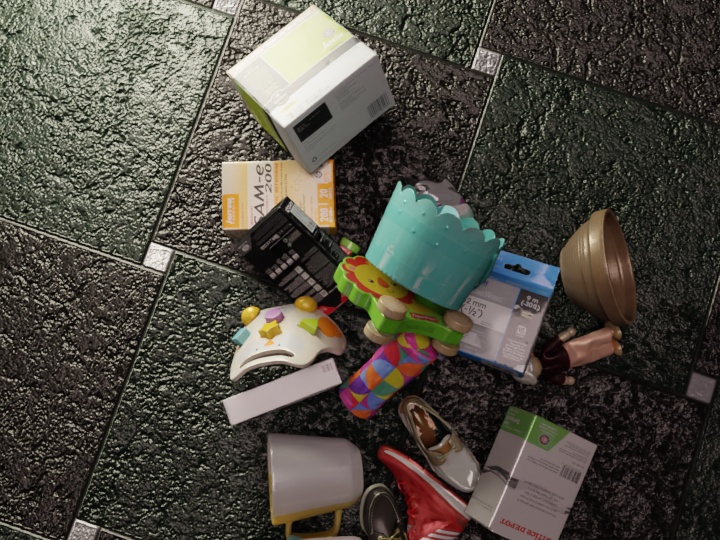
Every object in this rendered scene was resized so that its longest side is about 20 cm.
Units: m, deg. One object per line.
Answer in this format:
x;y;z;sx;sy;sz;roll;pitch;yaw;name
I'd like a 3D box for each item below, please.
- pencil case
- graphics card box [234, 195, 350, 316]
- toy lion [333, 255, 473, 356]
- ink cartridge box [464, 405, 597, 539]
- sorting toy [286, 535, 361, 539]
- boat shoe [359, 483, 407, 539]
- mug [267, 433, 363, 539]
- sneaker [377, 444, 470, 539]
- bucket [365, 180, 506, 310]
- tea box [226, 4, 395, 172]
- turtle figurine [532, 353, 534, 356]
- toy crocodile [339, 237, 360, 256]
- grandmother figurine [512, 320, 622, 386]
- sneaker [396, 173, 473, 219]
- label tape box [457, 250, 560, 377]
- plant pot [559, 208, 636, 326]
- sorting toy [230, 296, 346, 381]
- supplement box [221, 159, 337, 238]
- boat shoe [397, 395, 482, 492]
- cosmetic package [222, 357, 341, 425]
0.050;0.168;1.431;0.088;0.088;0.200;49;121;5;pencil case
-0.101;-0.016;1.454;0.200;0.051;0.125;43;121;-14;graphics card box
0.060;0.045;1.377;0.200;0.192;0.069;13;118;-26;toy lion
0.285;0.350;1.424;0.145;0.084;0.200;28;82;-22;ink cartridge box
-0.075;0.513;1.401;0.180;0.107;0.200;-11;100;-6;sorting toy
0.048;0.452;1.410;0.072;0.061;0.201;-15;107;-18;boat shoe
-0.078;0.355;1.438;0.153;0.187;0.150;-3;50;-9;mug
0.089;0.394;1.446;0.200;0.078;0.116;37;83;5;sneaker
0.116;-0.038;1.359;0.207;0.207;0.135;30;100;4;bucket
-0.085;-0.316;1.472;0.200;0.134;0.197;-39;57;-6;tea box
0.222;0.091;1.491;0.200;0.064;0.161;12;83;1;turtle figurine
0.000;0.000;1.501;0.200;0.062;0.068;35;88;4;toy crocodile
0.353;0.151;1.477;0.200;0.061;0.121;-16;111;-10;grandmother figurine
0.088;-0.107;1.512;0.200;0.078;0.140;-24;80;-18;sneaker
0.238;0.061;1.429;0.143;0.066;0.200;19;82;15;label tape box
0.403;0.001;1.461;0.093;0.201;0.201;-12;82;29;plant pot
-0.138;0.130;1.401;0.200;0.180;0.107;-12;108;8;sorting toy
-0.143;-0.127;1.513;0.200;0.074;0.126;-2;82;0;supplement box
0.136;0.302;1.461;0.075;0.068;0.200;-42;85;-5;boat shoe
-0.131;0.209;1.466;0.200;0.083;0.051;-21;86;-2;cosmetic package
